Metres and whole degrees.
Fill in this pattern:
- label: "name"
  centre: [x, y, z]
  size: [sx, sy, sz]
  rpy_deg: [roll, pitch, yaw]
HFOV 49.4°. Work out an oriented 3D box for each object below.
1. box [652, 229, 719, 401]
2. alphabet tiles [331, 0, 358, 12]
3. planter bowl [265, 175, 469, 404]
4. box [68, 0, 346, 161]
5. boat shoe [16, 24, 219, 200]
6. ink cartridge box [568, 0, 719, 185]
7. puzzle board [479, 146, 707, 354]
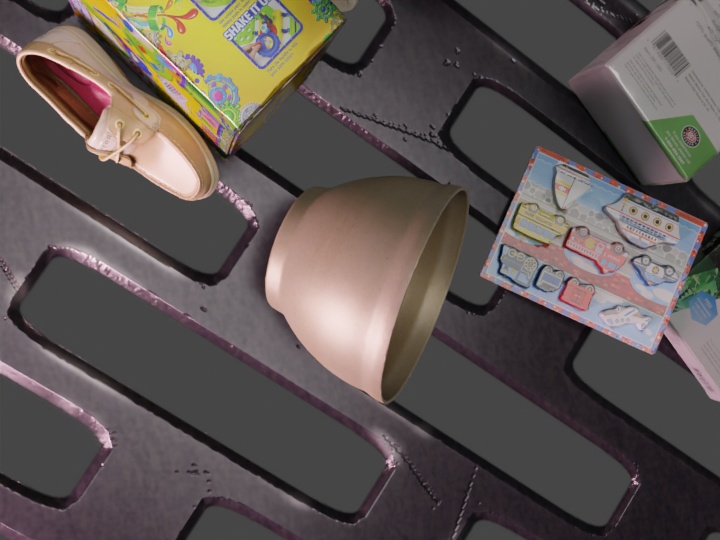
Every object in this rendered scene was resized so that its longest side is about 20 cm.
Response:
- label: "box"
  centre: [0.424, 0.026, 0.858]
  size: [0.200, 0.036, 0.144]
  rpy_deg: [-40, 99, -9]
- label: "alphabet tiles"
  centre: [-0.074, -0.313, 0.666]
  size: [0.015, 0.200, 0.196]
  rpy_deg: [-43, 128, -42]
- label: "planter bowl"
  centre: [0.000, 0.000, 0.702]
  size: [0.135, 0.200, 0.201]
  rpy_deg: [21, 87, 15]
- label: "box"
  centre: [-0.136, -0.209, 0.648]
  size: [0.193, 0.200, 0.122]
  rpy_deg: [44, 83, -11]
- label: "boat shoe"
  centre: [-0.216, -0.127, 0.688]
  size: [0.200, 0.069, 0.074]
  rpy_deg: [41, 126, -3]
- label: "ink cartridge box"
  centre: [0.343, -0.207, 0.809]
  size: [0.200, 0.084, 0.146]
  rpy_deg: [-40, 99, -9]
- label: "puzzle board"
  centre: [0.243, -0.022, 0.811]
  size: [0.200, 0.017, 0.151]
  rpy_deg: [24, 87, -2]
